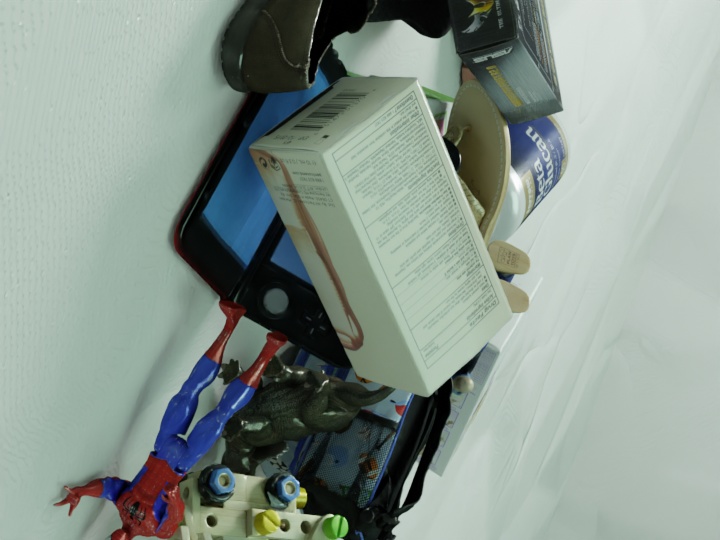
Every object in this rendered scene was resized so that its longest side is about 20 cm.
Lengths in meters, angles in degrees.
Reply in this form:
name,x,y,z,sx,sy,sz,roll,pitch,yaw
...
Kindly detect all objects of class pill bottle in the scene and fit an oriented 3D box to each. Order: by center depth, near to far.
name,x,y,z,sx,sy,sz,roll,pitch,yaw
pill bottle,0.127,-0.089,1.331,0.200,0.110,0.112,-45,151,-48

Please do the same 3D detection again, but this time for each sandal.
name,x,y,z,sx,sy,sz,roll,pitch,yaw
sandal,0.031,-0.224,1.028,0.199,0.045,0.076,-12,121,-61
sandal,0.069,-0.049,1.099,0.069,0.077,0.214,-9,114,-36

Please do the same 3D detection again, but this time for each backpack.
name,x,y,z,sx,sy,sz,roll,pitch,yaw
backpack,0.001,0.137,1.187,0.191,0.153,0.200,-59,173,-16

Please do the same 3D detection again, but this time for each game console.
name,x,y,z,sx,sy,sz,roll,pitch,yaw
game console,-0.023,-0.054,0.966,0.201,0.171,0.119,-62,-173,-13

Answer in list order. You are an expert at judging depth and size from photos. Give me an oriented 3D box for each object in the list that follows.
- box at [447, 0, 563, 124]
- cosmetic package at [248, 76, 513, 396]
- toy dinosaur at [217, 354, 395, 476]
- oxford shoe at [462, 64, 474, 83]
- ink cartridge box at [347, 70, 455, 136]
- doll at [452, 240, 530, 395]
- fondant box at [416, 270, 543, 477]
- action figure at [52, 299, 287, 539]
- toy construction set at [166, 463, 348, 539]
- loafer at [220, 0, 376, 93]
name,x,y,z,sx,sy,sz,roll,pitch,yaw
box,0.104,-0.234,1.028,0.158,0.048,0.202,31,49,-67
cosmetic package,0.017,-0.025,0.936,0.103,0.087,0.201,-39,119,-29
toy dinosaur,-0.051,0.107,1.060,0.199,0.077,0.102,-29,151,13
oxford shoe,0.138,-0.224,1.264,0.071,0.073,0.200,-61,160,-18
ink cartridge box,0.030,-0.105,1.129,0.200,0.059,0.105,-8,120,-68
doll,0.102,0.047,1.252,0.200,0.048,0.138,123,-23,-56
fondant box,0.119,0.103,1.433,0.144,0.058,0.201,-52,165,-49
action figure,-0.132,0.119,0.907,0.201,0.065,0.099,-59,166,6
toy construction set,-0.084,0.218,1.011,0.199,0.092,0.132,23,58,-48
loafer,-0.015,-0.191,0.886,0.201,0.071,0.073,-61,160,-18
